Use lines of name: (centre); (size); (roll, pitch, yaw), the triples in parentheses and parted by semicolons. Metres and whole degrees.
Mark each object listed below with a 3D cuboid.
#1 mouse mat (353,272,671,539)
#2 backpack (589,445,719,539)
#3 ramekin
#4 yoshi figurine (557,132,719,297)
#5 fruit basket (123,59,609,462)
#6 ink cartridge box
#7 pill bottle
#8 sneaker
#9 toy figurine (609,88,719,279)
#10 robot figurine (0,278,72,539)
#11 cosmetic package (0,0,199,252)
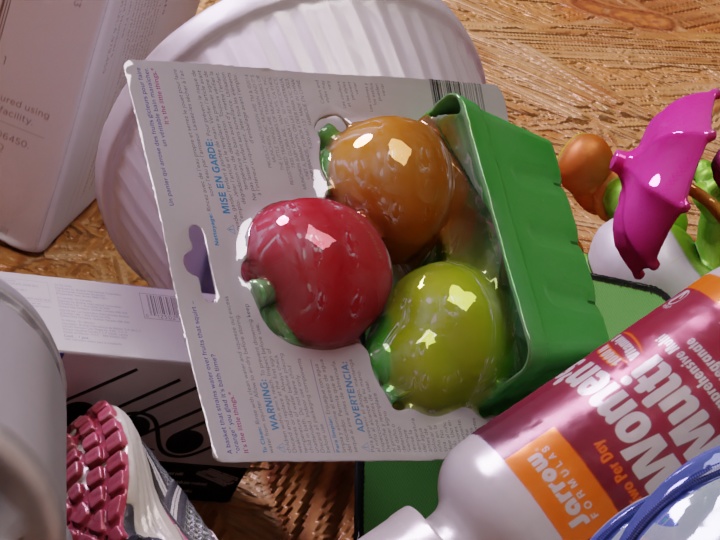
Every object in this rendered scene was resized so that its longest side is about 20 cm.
mouse mat: (0.072, 0.082, 1.320); (0.160, 0.008, 0.201); (11, 57, -16)
backpack: (0.155, 0.157, 1.108); (0.182, 0.201, 0.147); (3, 28, -28)
ramekin: (-0.020, -0.036, 1.412); (0.201, 0.203, 0.094); (3, 40, -30)
yoshi figurine: (0.159, 0.008, 1.556); (0.112, 0.113, 0.200); (-24, 48, -35)
fruit basket: (0.000, 0.000, 1.265); (0.199, 0.094, 0.186); (-2, 64, -30)
ink cartridge box: (-0.133, 0.048, 1.258); (0.199, 0.094, 0.044); (7, 47, -26)
pill bottle: (0.101, 0.094, 1.206); (0.199, 0.110, 0.110); (-34, 42, -8)
sneaker: (-0.087, 0.127, 1.174); (0.075, 0.081, 0.200); (37, 11, -35)
toy figurine: (0.207, -0.008, 1.435); (0.199, 0.150, 0.185); (-28, 83, -24)
robot figurine: (-0.165, 0.067, 1.095); (0.170, 0.113, 0.200); (51, 13, -24)
cosmetic package: (-0.185, -0.140, 1.540); (0.167, 0.167, 0.200); (22, 25, 7)
